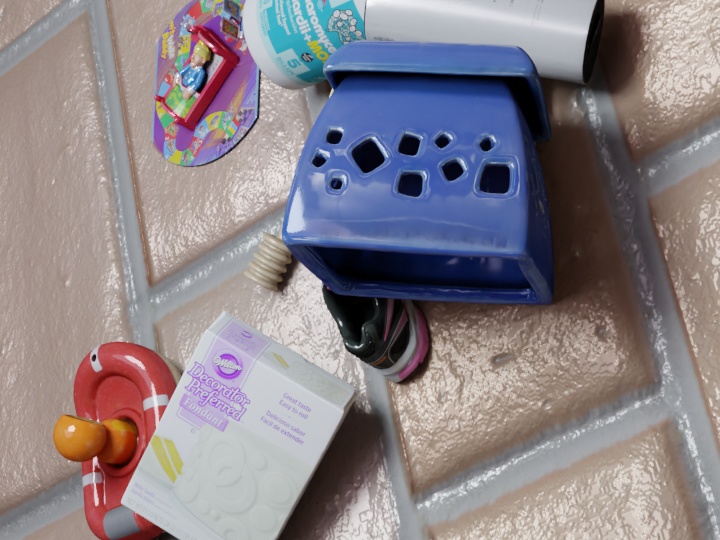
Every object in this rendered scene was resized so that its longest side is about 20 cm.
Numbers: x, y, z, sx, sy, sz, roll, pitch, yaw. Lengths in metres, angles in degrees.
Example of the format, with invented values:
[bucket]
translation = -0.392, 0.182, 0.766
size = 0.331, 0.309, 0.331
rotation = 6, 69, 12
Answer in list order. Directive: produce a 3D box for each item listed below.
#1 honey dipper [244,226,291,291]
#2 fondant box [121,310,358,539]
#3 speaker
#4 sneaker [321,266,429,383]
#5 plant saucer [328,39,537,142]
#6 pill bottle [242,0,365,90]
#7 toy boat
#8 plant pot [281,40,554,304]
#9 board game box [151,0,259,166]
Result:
[honey dipper]
translation = -0.054, -0.077, 1.536
size = 0.038, 0.038, 0.201
rotation = 29, 94, 42
[fondant box]
translation = -0.111, 0.159, 1.425
size = 0.144, 0.058, 0.201
rotation = 30, 111, 5
[speaker]
translation = 0.108, -0.216, 1.361
size = 0.199, 0.081, 0.082
rotation = 12, 83, 15
[sneaker]
translation = 0.000, 0.000, 1.432
size = 0.080, 0.086, 0.201
rotation = -38, 55, 23
[plant saucer]
translation = 0.066, -0.132, 1.419
size = 0.198, 0.031, 0.202
rotation = -4, 78, 17
[pill bottle]
translation = -0.008, -0.252, 1.500
size = 0.199, 0.110, 0.112
rotation = -18, 66, 35
[toy boat]
translation = -0.247, 0.166, 1.560
size = 0.130, 0.130, 0.201
rotation = -25, 62, 32
[plant pot]
translation = 0.060, -0.080, 1.290
size = 0.198, 0.200, 0.181
rotation = 4, 78, 13
[board game box]
translation = -0.177, -0.213, 1.678
size = 0.157, 0.039, 0.202
rotation = -12, 69, 37
